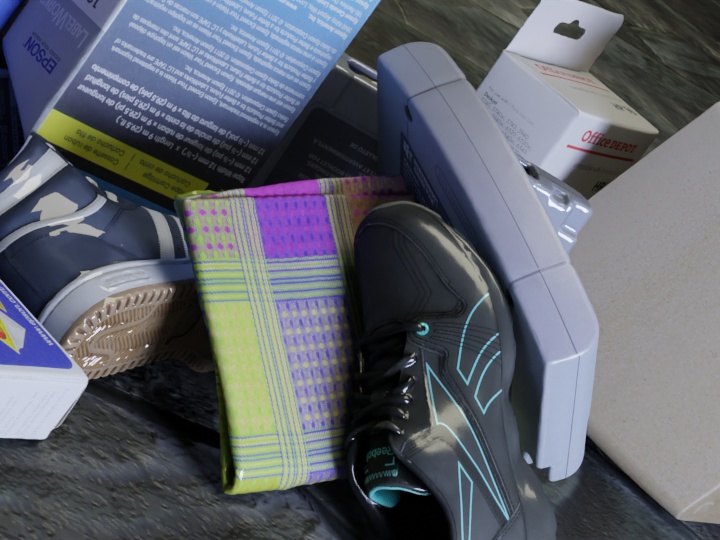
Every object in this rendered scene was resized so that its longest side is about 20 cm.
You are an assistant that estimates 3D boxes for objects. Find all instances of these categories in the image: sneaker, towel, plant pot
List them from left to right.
[{"bbox_3d":[-0.110,-0.009,1.221,0.108,0.070,0.200,43,21,20],"label":"sneaker"},{"bbox_3d":[-0.015,0.028,1.223,0.200,0.023,0.145,-6,83,-57],"label":"towel"},{"bbox_3d":[0.031,0.063,1.190,0.079,0.075,0.201,-5,72,-43],"label":"sneaker"},{"bbox_3d":[0.222,0.041,1.535,0.200,0.199,0.178,14,43,-57],"label":"plant pot"}]

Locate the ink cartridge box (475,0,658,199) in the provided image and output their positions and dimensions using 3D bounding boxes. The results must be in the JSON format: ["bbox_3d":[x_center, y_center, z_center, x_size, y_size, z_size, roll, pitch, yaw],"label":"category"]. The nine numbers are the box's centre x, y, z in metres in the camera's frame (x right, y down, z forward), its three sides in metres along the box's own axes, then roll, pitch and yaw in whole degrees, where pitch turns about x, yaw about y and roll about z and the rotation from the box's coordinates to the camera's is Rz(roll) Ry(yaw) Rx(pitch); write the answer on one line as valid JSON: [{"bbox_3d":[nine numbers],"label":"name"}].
[{"bbox_3d":[0.101,-0.061,1.557,0.068,0.201,0.116,42,18,25],"label":"ink cartridge box"}]

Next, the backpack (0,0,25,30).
[{"bbox_3d":[-0.260,-0.174,1.249,0.168,0.162,0.200,49,-5,-38],"label":"backpack"}]

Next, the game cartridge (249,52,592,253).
[{"bbox_3d":[0.009,-0.030,1.404,0.199,0.133,0.041,30,15,-18],"label":"game cartridge"}]

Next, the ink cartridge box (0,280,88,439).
[{"bbox_3d":[-0.233,-0.010,1.030,0.198,0.047,0.200,46,21,28],"label":"ink cartridge box"}]

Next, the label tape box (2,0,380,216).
[{"bbox_3d":[-0.095,-0.103,1.263,0.143,0.200,0.066,24,17,-49],"label":"label tape box"}]

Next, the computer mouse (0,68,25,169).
[{"bbox_3d":[-0.151,-0.063,1.295,0.044,0.110,0.199,-5,-4,36],"label":"computer mouse"}]

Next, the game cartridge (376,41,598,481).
[{"bbox_3d":[0.061,-0.010,1.272,0.041,0.134,0.201,-17,58,-16],"label":"game cartridge"}]

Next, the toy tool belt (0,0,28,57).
[{"bbox_3d":[-0.187,-0.193,1.476,0.200,0.123,0.125,39,5,26],"label":"toy tool belt"}]
